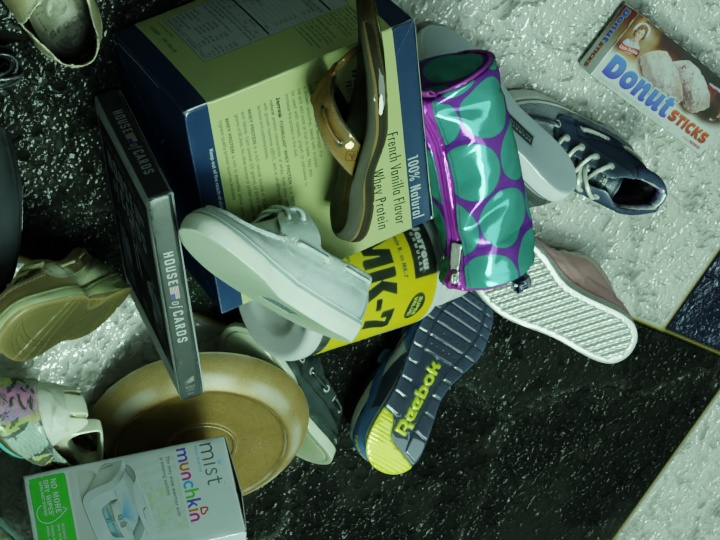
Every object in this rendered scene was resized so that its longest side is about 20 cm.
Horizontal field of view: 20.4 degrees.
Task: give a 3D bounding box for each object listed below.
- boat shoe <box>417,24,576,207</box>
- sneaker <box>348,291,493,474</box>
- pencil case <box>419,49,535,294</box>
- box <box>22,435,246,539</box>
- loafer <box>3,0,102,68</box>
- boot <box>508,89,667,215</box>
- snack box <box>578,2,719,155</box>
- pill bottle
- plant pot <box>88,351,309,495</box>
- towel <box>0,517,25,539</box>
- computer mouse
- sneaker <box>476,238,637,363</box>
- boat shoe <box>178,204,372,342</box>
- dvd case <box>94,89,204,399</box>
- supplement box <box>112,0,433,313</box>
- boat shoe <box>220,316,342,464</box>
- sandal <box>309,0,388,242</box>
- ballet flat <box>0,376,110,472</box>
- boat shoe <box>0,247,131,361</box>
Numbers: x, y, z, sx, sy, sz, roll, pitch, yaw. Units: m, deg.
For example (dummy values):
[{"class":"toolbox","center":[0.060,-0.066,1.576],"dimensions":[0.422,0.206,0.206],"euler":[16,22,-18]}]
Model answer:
[{"class":"boat shoe","center":[0.103,-0.126,1.728],"dimensions":[0.200,0.070,0.066],"euler":[41,136,-24]},{"class":"sneaker","center":[0.051,0.093,1.877],"dimensions":[0.074,0.082,0.201],"euler":[37,78,-19]},{"class":"pencil case","center":[0.088,-0.079,1.648],"dimensions":[0.092,0.085,0.202],"euler":[-40,127,-41]},{"class":"box","center":[-0.189,0.236,1.714],"dimensions":[0.175,0.097,0.201],"euler":[-10,151,-10]},{"class":"loafer","center":[-0.235,-0.222,1.423],"dimensions":[0.076,0.067,0.200],"euler":[-40,137,-4]},{"class":"boot","center":[0.193,-0.104,1.809],"dimensions":[0.199,0.090,0.073],"euler":[9,117,-40]},{"class":"snack box","center":[0.284,-0.177,1.868],"dimensions":[0.199,0.024,0.072],"euler":[28,105,-45]},{"class":"pill bottle","center":[0.000,0.000,1.723],"dimensions":[0.199,0.114,0.115],"euler":[-17,131,-38]},{"class":"plant pot","center":[-0.141,0.148,1.751],"dimensions":[0.198,0.028,0.201],"euler":[-7,137,-7]},{"class":"towel","center":[-0.305,0.246,1.625],"dimensions":[0.048,0.199,0.172],"euler":[-38,142,-23]},{"class":"computer mouse","center":[-0.308,-0.065,1.461],"dimensions":[0.139,0.046,0.202],"euler":[-2,102,-33]},{"class":"sneaker","center":[0.172,0.009,1.904],"dimensions":[0.199,0.105,0.076],"euler":[32,108,-16]},{"class":"boat shoe","center":[-0.061,-0.013,1.525],"dimensions":[0.200,0.070,0.072],"euler":[35,72,-46]},{"class":"dvd case","center":[-0.165,-0.020,1.568],"dimensions":[0.025,0.151,0.201],"euler":[-17,131,-14]},{"class":"supplement box","center":[-0.065,-0.113,1.581],"dimensions":[0.198,0.134,0.201],"euler":[-24,133,-19]},{"class":"boat shoe","center":[-0.062,0.093,1.794],"dimensions":[0.066,0.074,0.200],"euler":[-61,138,-29]},{"class":"sandal","center":[-0.013,-0.109,1.485],"dimensions":[0.054,0.082,0.201],"euler":[2,130,-10]},{"class":"ballet flat","center":[-0.251,0.131,1.647],"dimensions":[0.070,0.070,0.200],"euler":[-13,154,5]},{"class":"boat shoe","center":[-0.241,0.018,1.533],"dimensions":[0.073,0.063,0.200],"euler":[-46,173,17]}]
